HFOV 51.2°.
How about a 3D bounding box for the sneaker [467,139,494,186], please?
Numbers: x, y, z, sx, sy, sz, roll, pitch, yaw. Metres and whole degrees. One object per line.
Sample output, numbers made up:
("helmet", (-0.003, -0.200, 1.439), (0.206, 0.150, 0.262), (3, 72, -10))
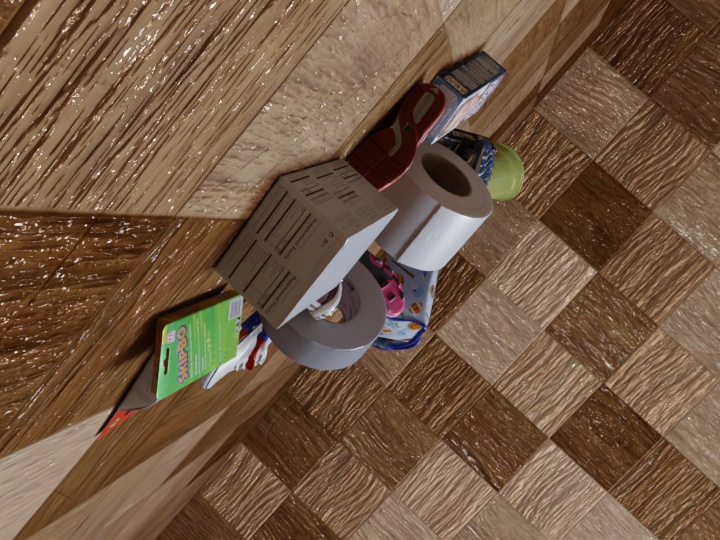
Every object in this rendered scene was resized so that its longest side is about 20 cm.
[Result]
("sneaker", (0.187, -0.156, 1.422), (0.077, 0.085, 0.201), (-21, 132, -63))

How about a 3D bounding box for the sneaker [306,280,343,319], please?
("sneaker", (-0.077, -0.033, 1.144), (0.076, 0.115, 0.201), (-31, -140, 35))

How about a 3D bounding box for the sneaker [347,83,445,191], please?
("sneaker", (0.053, -0.176, 1.120), (0.200, 0.078, 0.116), (-46, 173, -6))

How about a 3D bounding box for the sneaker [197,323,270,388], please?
("sneaker", (-0.206, 0.145, 1.357), (0.200, 0.071, 0.073), (-46, 174, -18))

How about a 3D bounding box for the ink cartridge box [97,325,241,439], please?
("ink cartridge box", (-0.272, 0.159, 1.082), (0.200, 0.057, 0.162), (-56, 172, 26))

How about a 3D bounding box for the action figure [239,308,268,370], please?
("action figure", (-0.162, 0.089, 1.232), (0.099, 0.065, 0.200), (-59, -179, 44))

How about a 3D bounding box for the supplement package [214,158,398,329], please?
("supplement package", (-0.064, -0.041, 0.971), (0.156, 0.111, 0.200), (-51, 173, 24))

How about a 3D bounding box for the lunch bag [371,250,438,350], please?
("lunch bag", (0.077, 0.053, 1.448), (0.200, 0.123, 0.171), (119, -13, -66))

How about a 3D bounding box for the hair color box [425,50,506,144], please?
("hair color box", (0.162, -0.290, 1.248), (0.200, 0.060, 0.100), (-40, 170, -50))

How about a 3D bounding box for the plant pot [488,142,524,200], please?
("plant pot", (0.411, -0.307, 2.500), (0.184, 0.201, 0.201), (-27, 162, -42))

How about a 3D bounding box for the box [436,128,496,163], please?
("box", (0.146, -0.186, 1.466), (0.161, 0.049, 0.200), (4, 136, -37))

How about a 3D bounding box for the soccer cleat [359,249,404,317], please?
("soccer cleat", (0.000, 0.000, 1.322), (0.070, 0.200, 0.086), (-43, -171, -27))

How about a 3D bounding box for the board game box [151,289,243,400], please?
("board game box", (-0.208, 0.090, 0.960), (0.200, 0.030, 0.096), (-32, 132, -72))

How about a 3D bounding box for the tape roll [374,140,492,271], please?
("tape roll", (0.113, -0.119, 1.324), (0.139, 0.203, 0.203), (-51, 173, 34))

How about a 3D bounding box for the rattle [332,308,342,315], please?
("rattle", (-0.102, 0.114, 1.493), (0.200, 0.143, 0.130), (-46, -156, -19))

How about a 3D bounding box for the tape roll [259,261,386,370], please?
("tape roll", (-0.060, 0.056, 1.205), (0.200, 0.200, 0.066), (-42, 172, -46))
